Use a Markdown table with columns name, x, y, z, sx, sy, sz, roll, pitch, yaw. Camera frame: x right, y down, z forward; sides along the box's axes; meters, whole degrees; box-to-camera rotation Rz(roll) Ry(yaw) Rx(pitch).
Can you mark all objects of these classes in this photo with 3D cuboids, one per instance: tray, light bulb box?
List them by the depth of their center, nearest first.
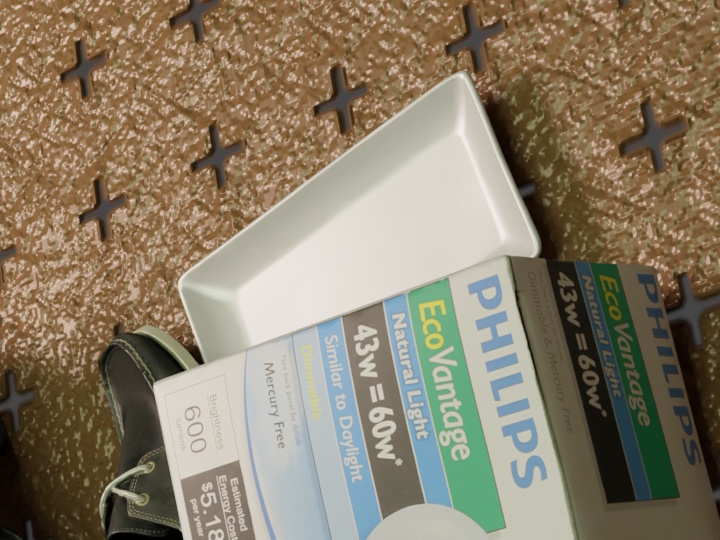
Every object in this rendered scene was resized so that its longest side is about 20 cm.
| name | x | y | z | sx | sy | sz | roll | pitch | yaw |
| --- | --- | --- | --- | --- | --- | --- | --- | --- | --- |
| light bulb box | 0.039 | 0.115 | 1.072 | 0.200 | 0.125 | 0.199 | -21 | 76 | 34 |
| tray | 0.000 | 0.000 | 1.203 | 0.200 | 0.022 | 0.107 | -35 | 60 | 28 |

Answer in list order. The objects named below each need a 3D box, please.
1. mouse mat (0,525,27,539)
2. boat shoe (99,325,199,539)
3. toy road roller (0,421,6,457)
| name | x | y | z | sx | sy | sz | roll | pitch | yaw |
| --- | --- | --- | --- | --- | --- | --- | --- | --- | --- |
| mouse mat | -0.175 | 0.251 | 1.268 | 0.161 | 0.008 | 0.200 | 30 | 98 | 22 |
| boat shoe | -0.094 | 0.113 | 1.217 | 0.072 | 0.068 | 0.200 | -54 | 49 | 47 |
| toy road roller | -0.280 | 0.105 | 1.278 | 0.123 | 0.146 | 0.200 | -34 | 25 | 16 |
